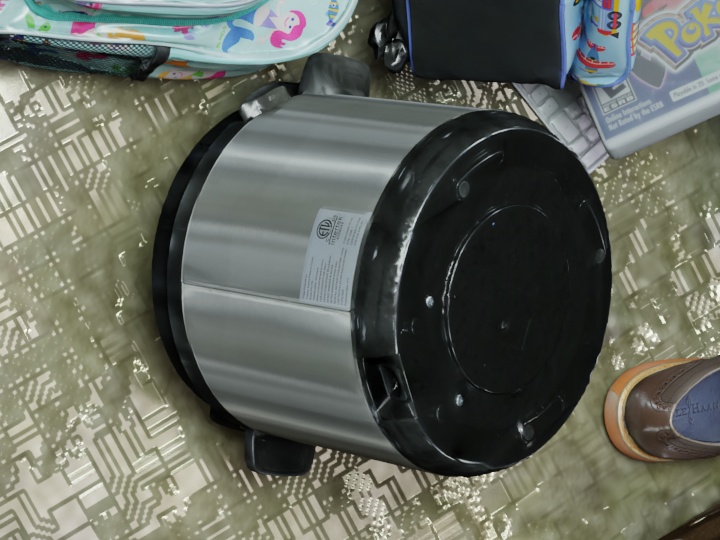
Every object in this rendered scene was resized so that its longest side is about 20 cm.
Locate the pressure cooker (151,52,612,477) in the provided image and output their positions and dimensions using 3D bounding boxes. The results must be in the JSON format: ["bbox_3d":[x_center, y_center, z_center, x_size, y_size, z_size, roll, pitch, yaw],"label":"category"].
[{"bbox_3d":[-0.002,-0.001,1.109,0.176,0.200,0.179,-49,129,-31],"label":"pressure cooker"}]

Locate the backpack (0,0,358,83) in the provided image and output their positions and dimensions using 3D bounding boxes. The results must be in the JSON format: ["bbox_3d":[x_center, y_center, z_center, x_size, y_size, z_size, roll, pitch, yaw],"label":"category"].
[{"bbox_3d":[-0.090,-0.180,1.105,0.200,0.151,0.178,7,86,-24],"label":"backpack"}]

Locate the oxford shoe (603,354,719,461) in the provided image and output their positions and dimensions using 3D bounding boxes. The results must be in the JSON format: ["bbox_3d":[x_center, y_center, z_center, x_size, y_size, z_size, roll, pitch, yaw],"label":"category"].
[{"bbox_3d":[0.236,0.066,1.248,0.200,0.073,0.071,-15,94,-19],"label":"oxford shoe"}]

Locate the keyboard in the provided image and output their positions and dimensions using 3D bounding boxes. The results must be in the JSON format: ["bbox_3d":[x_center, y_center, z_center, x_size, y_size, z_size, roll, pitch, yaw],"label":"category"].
[{"bbox_3d":[0.080,-0.144,1.230,0.056,0.011,0.200,-43,102,-15],"label":"keyboard"}]

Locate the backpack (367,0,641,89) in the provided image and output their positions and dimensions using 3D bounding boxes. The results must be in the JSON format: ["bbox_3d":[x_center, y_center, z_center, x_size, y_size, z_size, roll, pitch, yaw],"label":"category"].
[{"bbox_3d":[0.080,-0.209,1.116,0.134,0.183,0.200,7,57,8],"label":"backpack"}]

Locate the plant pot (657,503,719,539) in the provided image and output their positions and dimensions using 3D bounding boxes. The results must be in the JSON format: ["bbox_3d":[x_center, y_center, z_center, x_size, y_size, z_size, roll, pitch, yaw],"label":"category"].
[{"bbox_3d":[0.230,0.222,1.193,0.200,0.200,0.198,-28,90,-17],"label":"plant pot"}]

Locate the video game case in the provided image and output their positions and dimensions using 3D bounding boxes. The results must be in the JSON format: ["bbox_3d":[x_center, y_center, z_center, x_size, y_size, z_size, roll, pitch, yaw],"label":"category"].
[{"bbox_3d":[0.186,-0.175,1.174,0.200,0.023,0.182,-24,67,10],"label":"video game case"}]
